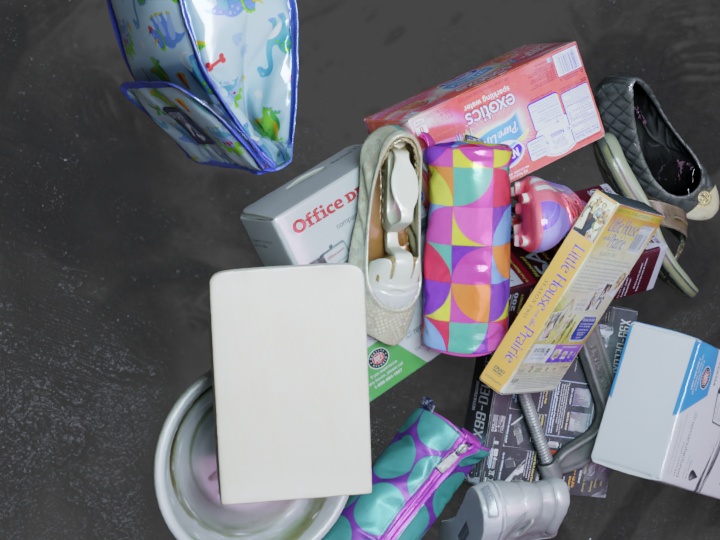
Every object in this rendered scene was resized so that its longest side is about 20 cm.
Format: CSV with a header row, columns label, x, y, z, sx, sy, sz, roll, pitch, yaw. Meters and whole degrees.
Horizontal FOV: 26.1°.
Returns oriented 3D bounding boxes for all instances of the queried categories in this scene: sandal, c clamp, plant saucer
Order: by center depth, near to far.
label,x,y,z,sx,sy,sz,roll,pitch,yaw
plant saucer,-0.102,0.175,1.430,0.200,0.050,0.200,-3,96,-26
c clamp,0.188,0.134,1.529,0.171,0.027,0.200,-21,105,-23
sandal,0.304,-0.057,1.592,0.057,0.080,0.201,-30,107,-4

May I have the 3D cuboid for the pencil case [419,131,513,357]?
label,x,y,z,sx,sy,sz,roll,pitch,yaw
pencil case,0.094,-0.024,1.394,0.088,0.088,0.200,-4,99,-26

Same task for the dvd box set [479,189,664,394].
label,x,y,z,sx,sy,sz,roll,pitch,yaw
dvd box set,0.194,0.022,1.411,0.200,0.029,0.146,-60,156,13

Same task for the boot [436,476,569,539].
label,x,y,z,sx,sy,sz,roll,pitch,yaw
boot,0.137,0.252,1.479,0.096,0.200,0.074,-5,65,-15

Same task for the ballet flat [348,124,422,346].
label,x,y,z,sx,sy,sz,roll,pitch,yaw
ballet flat,0.026,-0.029,1.375,0.067,0.062,0.200,-4,95,-22

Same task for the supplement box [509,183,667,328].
label,x,y,z,sx,sy,sz,roll,pitch,yaw
supplement box,0.186,-0.014,1.517,0.200,0.109,0.061,-15,137,-27

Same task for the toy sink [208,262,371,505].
label,x,y,z,sx,sy,sz,roll,pitch,yaw
toy sink,-0.064,0.087,1.336,0.130,0.112,0.200,-4,100,-7

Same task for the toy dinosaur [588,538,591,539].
label,x,y,z,sx,sy,sz,roll,pitch,yaw
toy dinosaur,0.151,0.347,1.572,0.200,0.077,0.102,-15,89,-20

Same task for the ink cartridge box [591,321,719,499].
label,x,y,z,sx,sy,sz,roll,pitch,yaw
ink cartridge box,0.332,0.148,1.585,0.200,0.086,0.146,21,85,-51

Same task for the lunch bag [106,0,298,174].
label,x,y,z,sx,sy,sz,roll,pitch,yaw
lunch bag,-0.129,-0.181,1.317,0.127,0.170,0.200,-22,106,-24

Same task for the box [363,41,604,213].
label,x,y,z,sx,sy,sz,roll,pitch,yaw
box,0.120,-0.137,1.488,0.200,0.095,0.103,-28,106,-21

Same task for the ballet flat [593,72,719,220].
label,x,y,z,sx,sy,sz,roll,pitch,yaw
ballet flat,0.311,-0.123,1.607,0.200,0.057,0.066,46,75,-23

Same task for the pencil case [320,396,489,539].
label,x,y,z,sx,sy,sz,roll,pitch,yaw
pencil case,0.035,0.225,1.478,0.085,0.092,0.200,40,75,-14

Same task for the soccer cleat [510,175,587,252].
label,x,y,z,sx,sy,sz,roll,pitch,yaw
soccer cleat,0.175,-0.053,1.405,0.076,0.200,0.067,1,95,2

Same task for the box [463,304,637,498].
label,x,y,z,sx,sy,sz,roll,pitch,yaw
box,0.190,0.124,1.573,0.158,0.050,0.200,9,91,-27

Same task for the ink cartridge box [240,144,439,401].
label,x,y,z,sx,sy,sz,roll,pitch,yaw
ink cartridge box,0.000,0.000,1.447,0.147,0.083,0.200,-33,107,-21
